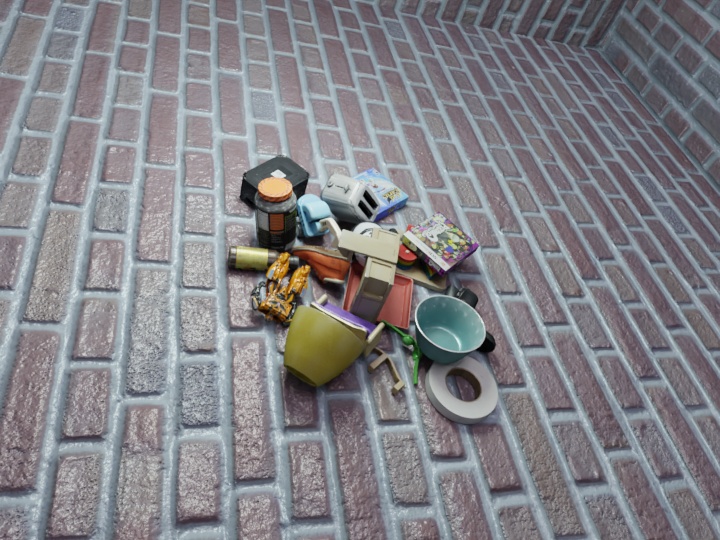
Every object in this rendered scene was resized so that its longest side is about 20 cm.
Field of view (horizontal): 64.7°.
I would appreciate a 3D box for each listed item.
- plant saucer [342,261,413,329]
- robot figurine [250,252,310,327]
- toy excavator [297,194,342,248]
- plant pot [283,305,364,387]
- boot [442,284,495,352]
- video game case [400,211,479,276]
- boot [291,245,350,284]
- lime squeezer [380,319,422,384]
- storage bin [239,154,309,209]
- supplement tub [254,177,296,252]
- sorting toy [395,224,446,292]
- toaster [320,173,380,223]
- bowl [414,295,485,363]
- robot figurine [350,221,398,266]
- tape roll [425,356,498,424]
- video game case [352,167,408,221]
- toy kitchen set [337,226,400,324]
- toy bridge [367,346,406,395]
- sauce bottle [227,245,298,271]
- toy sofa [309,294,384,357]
[{"bbox_3d":[0.051,0.080,1.676,0.199,0.037,0.200,16,47,-6],"label":"plant saucer"},{"bbox_3d":[-0.215,0.054,1.558,0.145,0.058,0.200,31,53,-16],"label":"robot figurine"},{"bbox_3d":[-0.122,-0.147,1.720,0.100,0.200,0.195,-14,87,-30],"label":"toy excavator"},{"bbox_3d":[-0.112,0.203,1.415,0.200,0.200,0.142,31,69,8],"label":"plant pot"},{"bbox_3d":[0.329,0.136,1.699,0.200,0.077,0.168,24,49,11],"label":"boot"},{"bbox_3d":[0.254,-0.088,1.806,0.181,0.036,0.200,43,49,18],"label":"video game case"},{"bbox_3d":[-0.124,-0.018,1.672,0.200,0.108,0.075,13,8,27],"label":"boot"},{"bbox_3d":[0.129,0.215,1.578,0.070,0.038,0.200,-22,71,-17],"label":"lime squeezer"},{"bbox_3d":[-0.276,-0.275,1.836,0.135,0.094,0.200,38,48,15],"label":"storage bin"},{"bbox_3d":[-0.247,-0.163,1.660,0.122,0.200,0.123,4,43,-3],"label":"supplement tub"},{"bbox_3d":[0.195,-0.051,1.825,0.200,0.070,0.199,20,46,-3],"label":"sorting toy"},{"bbox_3d":[-0.026,-0.217,1.809,0.129,0.200,0.114,19,72,34],"label":"toaster"},{"bbox_3d":[0.232,0.175,1.561,0.200,0.105,0.201,9,43,-8],"label":"bowl"},{"bbox_3d":[0.030,-0.081,1.721,0.125,0.150,0.200,28,12,-19],"label":"robot figurine"},{"bbox_3d":[0.275,0.318,1.542,0.202,0.037,0.203,11,46,-12],"label":"tape roll"},{"bbox_3d":[0.040,-0.264,1.979,0.181,0.045,0.200,43,49,17],"label":"video game case"},{"bbox_3d":[0.000,0.000,1.579,0.163,0.181,0.200,17,45,-5],"label":"toy kitchen set"},{"bbox_3d":[0.048,0.248,1.526,0.200,0.027,0.067,40,47,18],"label":"toy bridge"},{"bbox_3d":[-0.278,-0.031,1.632,0.199,0.065,0.065,6,47,-14],"label":"sauce bottle"},{"bbox_3d":[-0.040,0.135,1.520,0.200,0.098,0.083,24,44,22],"label":"toy sofa"}]
